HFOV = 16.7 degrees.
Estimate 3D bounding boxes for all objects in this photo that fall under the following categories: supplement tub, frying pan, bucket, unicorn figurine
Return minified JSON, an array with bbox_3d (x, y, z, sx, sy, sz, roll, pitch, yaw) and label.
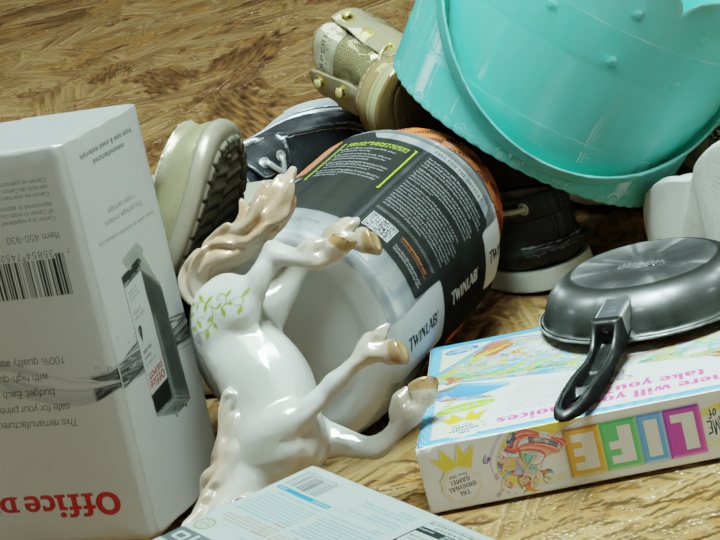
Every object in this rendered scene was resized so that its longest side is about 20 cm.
[{"bbox_3d":[0.000,0.000,1.306,0.122,0.123,0.200,-6,19,26],"label":"supplement tub"},{"bbox_3d":[0.117,0.022,1.192,0.190,0.031,0.115,-25,18,-39],"label":"frying pan"},{"bbox_3d":[0.124,-0.138,1.394,0.206,0.135,0.207,23,22,-10],"label":"bucket"},{"bbox_3d":[-0.039,0.057,1.153,0.137,0.074,0.201,-30,44,14],"label":"unicorn figurine"}]

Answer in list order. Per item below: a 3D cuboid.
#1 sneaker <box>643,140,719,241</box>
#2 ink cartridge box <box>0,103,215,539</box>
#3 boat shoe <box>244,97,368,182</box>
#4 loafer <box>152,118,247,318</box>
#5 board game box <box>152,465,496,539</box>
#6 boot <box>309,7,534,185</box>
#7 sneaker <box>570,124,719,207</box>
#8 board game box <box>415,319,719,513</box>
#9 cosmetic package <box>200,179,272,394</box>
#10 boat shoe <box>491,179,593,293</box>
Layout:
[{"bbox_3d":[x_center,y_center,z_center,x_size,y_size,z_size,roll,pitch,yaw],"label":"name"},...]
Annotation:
[{"bbox_3d":[0.221,-0.036,1.292,0.088,0.076,0.200,-10,2,-13],"label":"sneaker"},{"bbox_3d":[-0.166,0.031,1.213,0.146,0.201,0.083,-5,16,25],"label":"ink cartridge box"},{"bbox_3d":[-0.069,-0.058,1.634,0.199,0.072,0.068,-19,15,-7],"label":"boat shoe"},{"bbox_3d":[-0.120,0.004,1.271,0.068,0.201,0.076,29,22,10],"label":"loafer"},{"bbox_3d":[-0.057,0.155,0.963,0.199,0.065,0.147,-21,17,-26],"label":"board game box"},{"bbox_3d":[0.020,-0.117,1.552,0.155,0.073,0.200,34,12,31],"label":"boot"},{"bbox_3d":[0.190,-0.087,1.484,0.199,0.089,0.077,2,23,42],"label":"sneaker"},{"bbox_3d":[0.129,0.056,1.174,0.199,0.034,0.135,-12,17,9],"label":"board game box"},{"bbox_3d":[-0.137,0.018,1.396,0.199,0.104,0.073,-9,18,21],"label":"cosmetic package"},{"bbox_3d":[0.059,-0.031,1.461,0.199,0.061,0.075,4,25,45],"label":"boat shoe"}]
